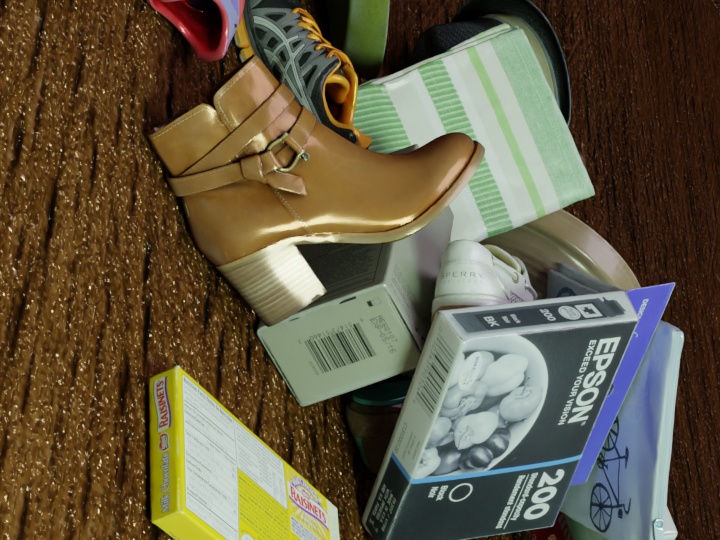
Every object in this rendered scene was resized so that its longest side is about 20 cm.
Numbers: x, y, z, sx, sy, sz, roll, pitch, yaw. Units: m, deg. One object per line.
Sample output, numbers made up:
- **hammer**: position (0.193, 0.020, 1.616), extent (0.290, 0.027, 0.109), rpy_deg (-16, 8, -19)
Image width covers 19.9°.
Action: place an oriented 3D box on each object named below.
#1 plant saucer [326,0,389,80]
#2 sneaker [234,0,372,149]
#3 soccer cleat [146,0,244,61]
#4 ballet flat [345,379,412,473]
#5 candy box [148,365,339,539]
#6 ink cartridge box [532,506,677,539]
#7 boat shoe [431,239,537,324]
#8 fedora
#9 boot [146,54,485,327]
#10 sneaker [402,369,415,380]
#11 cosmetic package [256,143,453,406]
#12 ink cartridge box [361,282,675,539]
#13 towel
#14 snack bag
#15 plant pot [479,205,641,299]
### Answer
- **plant saucer**: position (-0.005, -0.255, 1.687), extent (0.200, 0.031, 0.200), rpy_deg (179, -90, -82)
- **sneaker**: position (-0.041, -0.148, 1.537), extent (0.078, 0.077, 0.200), rpy_deg (31, 40, -56)
- **soccer cleat**: position (-0.138, -0.226, 1.387), extent (0.200, 0.067, 0.077), rpy_deg (52, 30, -45)
- **ballet flat**: position (0.072, 0.105, 1.516), extent (0.200, 0.068, 0.072), rpy_deg (-17, 111, -39)
- **candy box**: position (-0.066, 0.149, 1.251), extent (0.200, 0.026, 0.102), rpy_deg (48, 26, -46)
- **ink cartridge box**: position (0.172, 0.199, 1.646), extent (0.050, 0.200, 0.161), rpy_deg (0, 51, -25)
- **boat shoe**: position (0.095, 0.016, 1.459), extent (0.200, 0.071, 0.069), rpy_deg (39, 51, -76)
- **fedora**: position (0.101, -0.156, 1.849), extent (0.091, 0.201, 0.201), rpy_deg (-3, 70, -37)
- **boot**: position (-0.030, -0.078, 1.360), extent (0.155, 0.200, 0.077), rpy_deg (57, -6, -9)
- **sneaker**: position (0.088, 0.127, 1.597), extent (0.200, 0.078, 0.140), rpy_deg (47, 29, -45)
- **cosmetic package**: position (0.000, 0.000, 1.460), extent (0.073, 0.103, 0.200), rpy_deg (61, 23, -24)
- **ink cartridge box**: position (0.117, 0.102, 1.417), extent (0.200, 0.198, 0.043), rpy_deg (-7, 42, -30)
- **towel**: position (0.064, -0.092, 1.599), extent (0.023, 0.200, 0.153), rpy_deg (148, -81, -78)
- **snack bag**: position (0.185, 0.104, 1.531), extent (0.200, 0.021, 0.189), rpy_deg (-153, -116, -64)
- **plant pot**: position (0.125, 0.033, 1.680), extent (0.093, 0.201, 0.201), rpy_deg (-55, 128, -29)
